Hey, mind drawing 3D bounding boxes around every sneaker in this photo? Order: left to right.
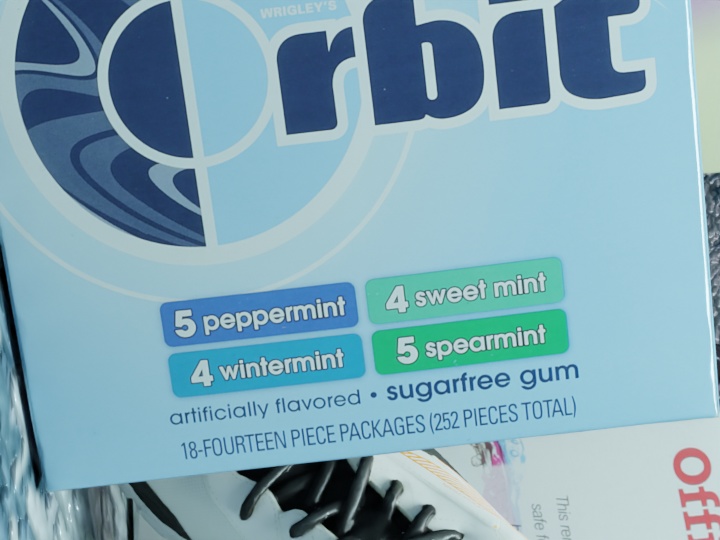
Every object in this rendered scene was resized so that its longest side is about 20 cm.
[{"bbox_3d":[0.006,0.071,0.544,0.074,0.200,0.080,-50,176,-14],"label":"sneaker"}]

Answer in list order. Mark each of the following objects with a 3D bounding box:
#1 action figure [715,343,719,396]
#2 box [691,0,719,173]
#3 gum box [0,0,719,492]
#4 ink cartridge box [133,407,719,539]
[{"bbox_3d":[0.075,0.113,0.794,0.201,0.130,0.069,-67,171,22],"label":"action figure"},{"bbox_3d":[0.152,-0.113,0.609,0.176,0.199,0.097,84,2,-67],"label":"box"},{"bbox_3d":[-0.007,-0.055,0.482,0.045,0.169,0.201,-91,175,-73],"label":"gum box"},{"bbox_3d":[0.036,0.152,0.662,0.146,0.199,0.147,82,2,-55],"label":"ink cartridge box"}]
